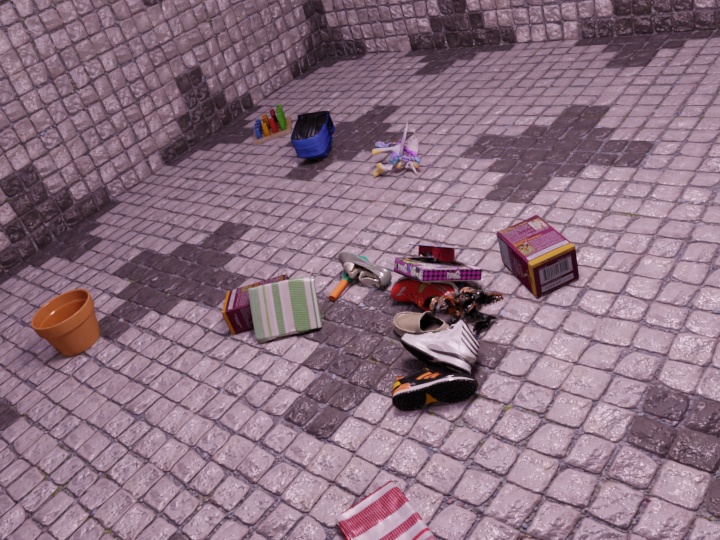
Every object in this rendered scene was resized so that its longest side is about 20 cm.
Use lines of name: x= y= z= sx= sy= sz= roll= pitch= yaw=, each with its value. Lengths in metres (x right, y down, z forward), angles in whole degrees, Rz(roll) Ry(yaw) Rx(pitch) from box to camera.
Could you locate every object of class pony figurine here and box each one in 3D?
pony figurine: x=0.144 y=-0.439 z=2.558 sx=0.194 sy=0.167 sz=0.199 roll=-1 pitch=67 yaw=22

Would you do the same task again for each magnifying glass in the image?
magnifying glass: x=-0.037 y=0.020 z=2.053 sx=0.078 sy=0.023 sz=0.201 roll=3 pitch=39 yaw=32

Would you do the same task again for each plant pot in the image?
plant pot: x=-0.929 y=0.177 z=2.211 sx=0.194 sy=0.143 sz=0.202 roll=-15 pitch=31 yaw=9

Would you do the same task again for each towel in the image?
towel: x=0.048 y=0.489 z=1.283 sx=0.141 sy=0.023 sz=0.200 roll=-28 pitch=32 yaw=-14
towel: x=-0.210 y=0.106 z=1.922 sx=0.194 sy=0.158 sz=0.023 roll=-12 pitch=-8 yaw=11

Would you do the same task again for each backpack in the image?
backpack: x=-0.192 y=-0.551 z=2.878 sx=0.158 sy=0.171 sz=0.203 roll=-9 pitch=36 yaw=22

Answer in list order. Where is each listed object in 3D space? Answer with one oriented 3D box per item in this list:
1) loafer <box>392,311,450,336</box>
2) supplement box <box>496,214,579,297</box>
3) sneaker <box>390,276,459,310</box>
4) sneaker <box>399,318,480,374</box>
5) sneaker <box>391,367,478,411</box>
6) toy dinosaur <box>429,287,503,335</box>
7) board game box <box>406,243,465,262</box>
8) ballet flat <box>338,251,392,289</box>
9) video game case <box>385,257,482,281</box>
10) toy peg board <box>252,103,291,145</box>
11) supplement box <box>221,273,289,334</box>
loafer: x=0.156 y=0.135 z=1.718 sx=0.197 sy=0.070 sz=0.075 roll=14 pitch=44 yaw=43
supplement box: x=0.455 y=-0.041 z=1.782 sx=0.128 sy=0.105 sz=0.201 roll=-22 pitch=32 yaw=-4
sneaker: x=0.162 y=0.066 z=1.820 sx=0.195 sy=0.078 sz=0.086 roll=-1 pitch=41 yaw=29
sneaker: x=0.193 y=0.164 z=1.617 sx=0.197 sy=0.076 sz=0.117 roll=19 pitch=69 yaw=34
sneaker: x=0.163 y=0.247 z=1.540 sx=0.194 sy=0.071 sz=0.091 roll=-15 pitch=34 yaw=13
toy dinosaur: x=0.272 y=0.075 z=1.715 sx=0.197 sy=0.104 sz=0.135 roll=-31 pitch=28 yaw=-16
board game box: x=0.203 y=-0.045 z=1.854 sx=0.153 sy=0.040 sz=0.200 roll=5 pitch=1 yaw=8
ballet flat: x=0.000 y=0.000 z=1.996 sx=0.196 sy=0.069 sz=0.064 roll=21 pitch=52 yaw=32
video game case: x=0.194 y=-0.004 z=1.834 sx=0.195 sy=0.037 sz=0.180 roll=-1 pitch=11 yaw=-29
toy peg board: x=-0.440 y=-0.717 z=3.344 sx=0.193 sy=0.100 sz=0.202 roll=-18 pitch=31 yaw=4
supplement box: x=-0.295 y=0.099 z=2.017 sx=0.194 sy=0.087 sz=0.112 roll=-15 pitch=32 yaw=8
